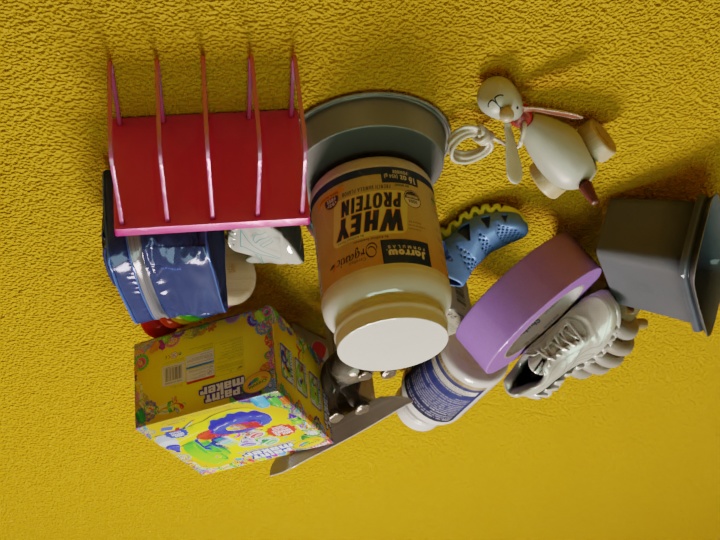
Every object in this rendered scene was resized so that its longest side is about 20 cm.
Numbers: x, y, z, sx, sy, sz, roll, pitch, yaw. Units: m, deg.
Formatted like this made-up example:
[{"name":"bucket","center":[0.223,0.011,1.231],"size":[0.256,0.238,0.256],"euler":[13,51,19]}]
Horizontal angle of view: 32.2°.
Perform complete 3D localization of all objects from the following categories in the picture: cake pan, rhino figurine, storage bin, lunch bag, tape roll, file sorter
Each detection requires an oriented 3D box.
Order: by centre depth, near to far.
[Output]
[{"name":"file sorter","center":[-0.153,-0.133,1.249],"size":[0.197,0.140,0.126],"euler":[-4,149,-7]},{"name":"cake pan","center":[0.007,-0.124,1.403],"size":[0.197,0.037,0.201],"euler":[-6,150,-3]},{"name":"lunch bag","center":[-0.225,-0.028,1.411],"size":[0.130,0.137,0.201],"euler":[-6,150,-1]},{"name":"storage bin","center":[0.385,-0.023,1.590],"size":[0.133,0.147,0.200],"euler":[10,158,25]},{"name":"tape roll","center":[0.217,0.043,1.613],"size":[0.199,0.066,0.200],"euler":[-39,164,-13]},{"name":"rhino figurine","center":[0.009,0.105,1.620],"size":[0.059,0.088,0.201],"euler":[10,131,-33]}]

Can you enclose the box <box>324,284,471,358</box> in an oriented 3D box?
[{"name":"box","center":[0.050,0.063,1.691],"size":[0.198,0.083,0.068],"euler":[-25,147,24]}]

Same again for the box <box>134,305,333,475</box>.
[{"name":"box","center":[-0.163,0.162,1.636],"size":[0.198,0.123,0.193],"euler":[-16,149,15]}]

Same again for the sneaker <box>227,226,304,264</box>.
[{"name":"sneaker","center":[-0.127,-0.055,1.457],"size":[0.079,0.071,0.201],"euler":[-11,151,11]}]

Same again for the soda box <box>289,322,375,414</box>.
[{"name":"soda box","center":[-0.060,0.146,1.818],"size":[0.064,0.068,0.199],"euler":[-25,146,27]}]

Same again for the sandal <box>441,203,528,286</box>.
[{"name":"sandal","center":[0.122,-0.016,1.568],"size":[0.198,0.088,0.079],"euler":[-24,144,23]}]

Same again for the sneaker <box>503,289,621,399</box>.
[{"name":"sneaker","center":[0.267,0.105,1.662],"size":[0.081,0.075,0.200],"euler":[-3,140,-52]}]

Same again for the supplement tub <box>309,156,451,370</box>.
[{"name":"supplement tub","center":[0.023,-0.007,1.367],"size":[0.142,0.202,0.145],"euler":[-6,150,-4]}]

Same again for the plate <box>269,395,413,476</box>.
[{"name":"plate","center":[-0.035,0.231,1.782],"size":[0.198,0.033,0.200],"euler":[-26,174,-17]}]

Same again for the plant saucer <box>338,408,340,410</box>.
[{"name":"plant saucer","center":[-0.129,0.198,1.838],"size":[0.198,0.036,0.200],"euler":[15,166,4]}]

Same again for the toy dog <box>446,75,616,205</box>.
[{"name":"toy dog","center":[0.204,-0.130,1.369],"size":[0.198,0.097,0.132],"euler":[8,131,-29]}]

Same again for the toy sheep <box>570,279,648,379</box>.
[{"name":"toy sheep","center":[0.320,0.087,1.751],"size":[0.137,0.139,0.200],"euler":[19,122,-38]}]

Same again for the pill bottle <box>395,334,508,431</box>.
[{"name":"pill bottle","center":[0.126,0.160,1.843],"size":[0.110,0.112,0.200],"euler":[7,147,-24]}]

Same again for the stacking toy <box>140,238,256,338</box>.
[{"name":"stacking toy","center":[-0.217,0.034,1.590],"size":[0.085,0.086,0.199],"euler":[15,150,-34]}]

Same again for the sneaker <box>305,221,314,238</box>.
[{"name":"sneaker","center":[0.000,0.000,1.513],"size":[0.200,0.080,0.095],"euler":[42,140,-10]}]
